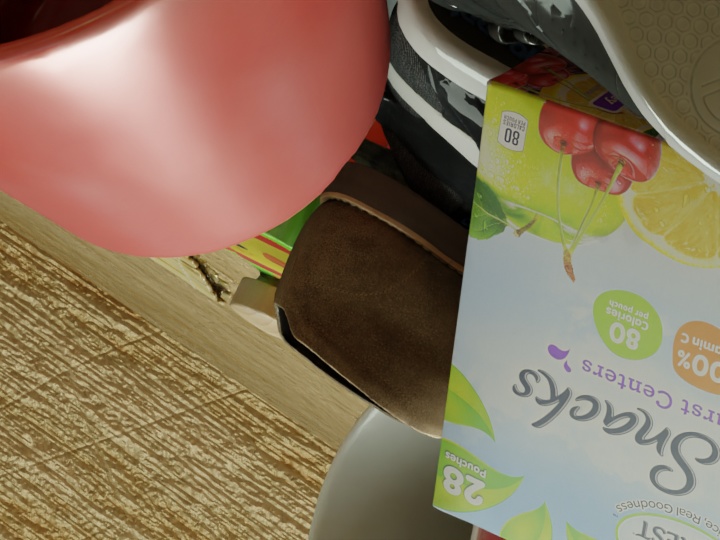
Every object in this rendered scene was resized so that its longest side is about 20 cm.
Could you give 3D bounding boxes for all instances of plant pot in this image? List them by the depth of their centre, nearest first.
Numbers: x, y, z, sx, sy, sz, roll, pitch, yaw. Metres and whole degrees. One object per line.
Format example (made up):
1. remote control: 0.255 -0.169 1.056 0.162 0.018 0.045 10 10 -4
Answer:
1. plant pot: -0.079 -0.104 0.810 0.200 0.201 0.177 31 166 28

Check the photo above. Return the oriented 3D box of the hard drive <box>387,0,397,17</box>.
1. hard drive: 0.017 -0.106 1.050 0.132 0.026 0.200 29 170 37

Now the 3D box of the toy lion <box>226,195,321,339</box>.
1. toy lion: 0.000 0.000 1.081 0.199 0.069 0.192 24 173 17

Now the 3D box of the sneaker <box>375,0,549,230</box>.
1. sneaker: 0.088 -0.030 0.951 0.200 0.073 0.112 43 153 9

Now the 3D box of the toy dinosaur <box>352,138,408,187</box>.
1. toy dinosaur: 0.041 -0.034 1.153 0.200 0.048 0.088 21 -174 42

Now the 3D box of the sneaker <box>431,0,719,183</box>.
1. sneaker: 0.083 -0.084 0.788 0.200 0.071 0.099 41 173 3

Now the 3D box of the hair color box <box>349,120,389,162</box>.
1. hair color box: -0.036 -0.073 1.314 0.200 0.064 0.111 28 170 36

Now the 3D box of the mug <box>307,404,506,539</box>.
1. mug: 0.089 0.154 1.076 0.199 0.178 0.133 17 166 -29

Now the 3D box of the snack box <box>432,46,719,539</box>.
1. snack box: 0.131 0.034 0.837 0.199 0.068 0.169 23 122 27

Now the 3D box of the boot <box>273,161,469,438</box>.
1. boot: 0.055 0.043 0.986 0.200 0.076 0.074 33 167 -12

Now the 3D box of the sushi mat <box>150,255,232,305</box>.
1. sushi mat: -0.144 -0.050 1.093 0.200 0.012 0.096 30 166 22
